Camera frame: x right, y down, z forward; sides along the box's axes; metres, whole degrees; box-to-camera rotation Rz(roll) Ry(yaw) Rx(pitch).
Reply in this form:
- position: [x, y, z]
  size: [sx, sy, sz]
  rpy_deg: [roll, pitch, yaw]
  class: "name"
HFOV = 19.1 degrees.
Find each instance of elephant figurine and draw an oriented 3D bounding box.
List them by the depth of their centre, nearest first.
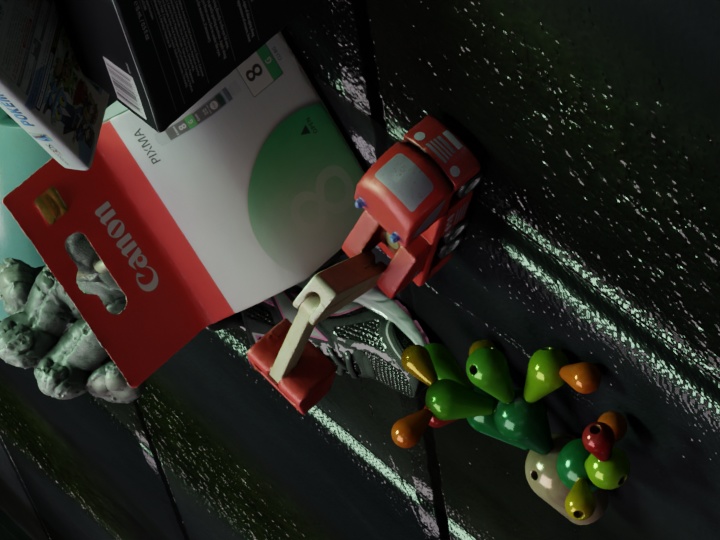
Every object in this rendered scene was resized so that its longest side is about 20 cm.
- position: [-0.162, -0.013, 1.443]
  size: [0.141, 0.155, 0.200]
  rpy_deg: [14, 130, -16]
  class: "elephant figurine"

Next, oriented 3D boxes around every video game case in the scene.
- position: [-0.169, -0.181, 1.199]
  size: [0.022, 0.201, 0.182]
  rpy_deg: [7, 164, 17]
  class: "video game case"

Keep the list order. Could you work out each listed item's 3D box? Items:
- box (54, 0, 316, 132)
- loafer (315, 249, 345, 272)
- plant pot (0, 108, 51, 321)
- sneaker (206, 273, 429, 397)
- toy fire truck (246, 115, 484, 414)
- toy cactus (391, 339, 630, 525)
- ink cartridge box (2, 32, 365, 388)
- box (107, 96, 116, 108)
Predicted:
- position: [-0.103, -0.196, 1.148]
  size: [0.079, 0.141, 0.200]
  rpy_deg: [38, 157, 32]
  class: "box"
- position: [-0.076, -0.049, 1.491]
  size: [0.200, 0.073, 0.072]
  rpy_deg: [10, 128, 53]
  class: "loafer"
- position: [-0.238, -0.087, 1.575]
  size: [0.200, 0.200, 0.161]
  rpy_deg: [37, 145, 30]
  class: "plant pot"
- position: [-0.037, 0.048, 1.528]
  size: [0.200, 0.086, 0.080]
  rpy_deg: [26, 153, 32]
  class: "sneaker"
- position: [0.000, 0.000, 1.291]
  size: [0.049, 0.141, 0.200]
  rpy_deg: [44, 160, 12]
  class: "toy fire truck"
- position: [0.110, 0.114, 1.366]
  size: [0.200, 0.102, 0.165]
  rpy_deg: [14, 152, 45]
  class: "toy cactus"
- position: [-0.100, -0.044, 1.335]
  size: [0.050, 0.200, 0.161]
  rpy_deg: [13, 140, 56]
  class: "ink cartridge box"
- position: [-0.193, -0.164, 1.355]
  size: [0.200, 0.106, 0.122]
  rpy_deg: [41, 176, -40]
  class: "box"
